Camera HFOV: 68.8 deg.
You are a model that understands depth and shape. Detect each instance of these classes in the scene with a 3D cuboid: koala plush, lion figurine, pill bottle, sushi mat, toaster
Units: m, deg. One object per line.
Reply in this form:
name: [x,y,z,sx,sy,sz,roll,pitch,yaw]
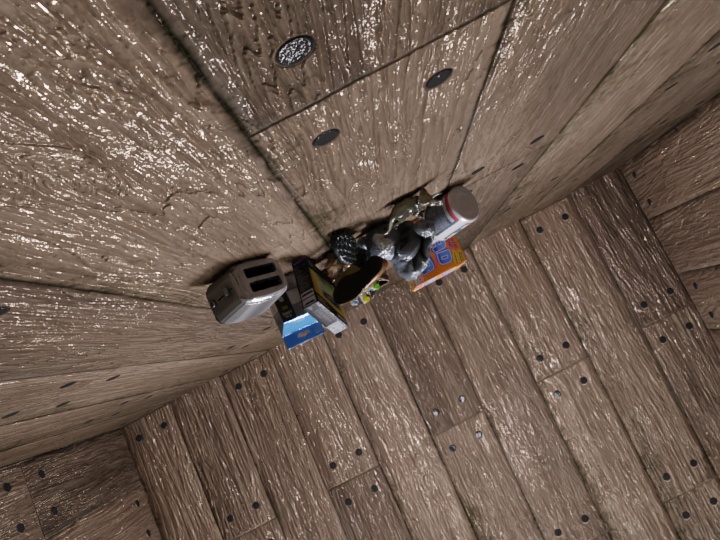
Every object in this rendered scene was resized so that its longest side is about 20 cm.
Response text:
koala plush: [0.097,-0.073,1.579,0.195,0.190,0.176,9,179,-26]
lion figurine: [-0.118,0.022,1.662,0.201,0.072,0.123,-48,-179,24]
pill bottle: [0.265,-0.166,1.649,0.118,0.122,0.199,-19,169,-39]
sushi mat: [-0.047,0.049,1.617,0.012,0.097,0.200,19,131,-35]
toaster: [-0.266,0.046,1.277,0.128,0.116,0.198,-35,167,38]

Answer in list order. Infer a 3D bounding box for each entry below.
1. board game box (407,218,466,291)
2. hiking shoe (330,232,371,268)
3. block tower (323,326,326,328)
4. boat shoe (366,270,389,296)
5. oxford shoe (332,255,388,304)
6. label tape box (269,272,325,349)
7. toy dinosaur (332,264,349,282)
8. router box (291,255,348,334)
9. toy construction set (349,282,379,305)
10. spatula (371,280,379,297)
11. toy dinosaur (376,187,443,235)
board game box: [0.233,-0.067,1.858,0.196,0.204,0.200,-26,173,0]
hiking shoe: [-0.046,-0.056,1.480,0.076,0.085,0.200,-66,151,-8]
block tower: [-0.113,0.091,1.813,0.053,0.205,0.058,14,148,-9]
boat shoe: [0.009,0.054,1.840,0.196,0.073,0.073,-29,142,-4]
oxford shoe: [0.004,0.034,1.509,0.198,0.073,0.071,-37,161,23]
label tape box: [-0.195,0.113,1.596,0.142,0.204,0.063,-21,168,-32]
toy dinosaur: [-0.024,0.035,1.775,0.203,0.134,0.086,-58,-167,-14]
router box: [-0.116,0.074,1.523,0.051,0.160,0.200,-27,146,11]
toy construction set: [0.000,0.000,1.688,0.129,0.205,0.091,-27,-153,-25]
spatula: [0.075,-0.005,1.758,0.204,0.020,0.056,-66,-161,-11]
toy dinosaur: [0.122,-0.167,1.424,0.195,0.079,0.103,-22,160,0]
